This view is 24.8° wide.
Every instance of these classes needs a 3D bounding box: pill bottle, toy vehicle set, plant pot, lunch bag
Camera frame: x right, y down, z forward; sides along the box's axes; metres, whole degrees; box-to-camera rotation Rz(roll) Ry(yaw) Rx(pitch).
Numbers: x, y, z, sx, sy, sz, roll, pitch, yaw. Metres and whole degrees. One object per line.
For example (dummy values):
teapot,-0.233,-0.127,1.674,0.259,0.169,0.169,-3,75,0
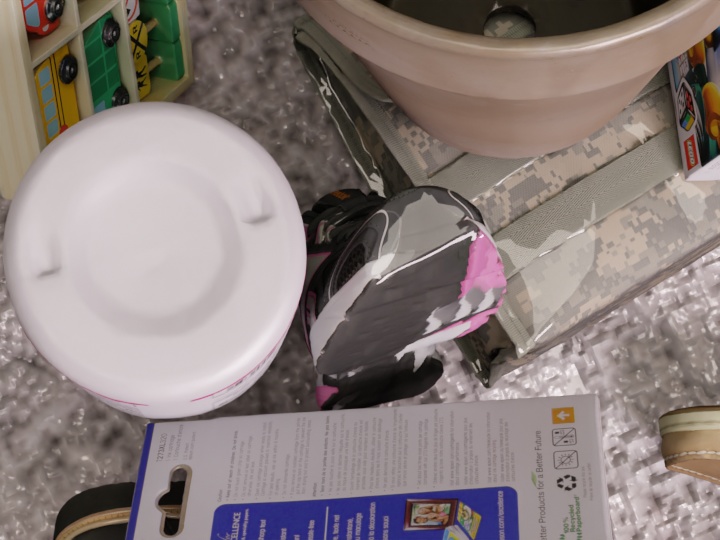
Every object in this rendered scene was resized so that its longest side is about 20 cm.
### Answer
pill bottle,-0.084,0.005,0.694,0.113,0.200,0.114,1,82,-5
toy vehicle set,-0.122,-0.142,0.689,0.026,0.201,0.124,13,39,22
plant pot,0.059,-0.130,0.627,0.199,0.174,0.201,-1,68,3
lunch bag,0.080,-0.077,0.765,0.164,0.118,0.201,-30,80,-11

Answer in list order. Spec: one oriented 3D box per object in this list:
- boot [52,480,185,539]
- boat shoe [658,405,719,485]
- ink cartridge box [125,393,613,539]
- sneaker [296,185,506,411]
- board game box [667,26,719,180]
boot,-0.037,0.155,0.706,0.199,0.139,0.078,-10,126,3
boat shoe,0.235,0.111,0.772,0.199,0.074,0.067,13,76,-3
ink cartridge box,0.004,0.100,0.681,0.199,0.037,0.095,-3,42,5
sneaker,0.000,0.000,0.708,0.080,0.200,0.087,-15,74,-17
board game box,0.153,-0.148,0.664,0.034,0.126,0.201,-5,80,-10
